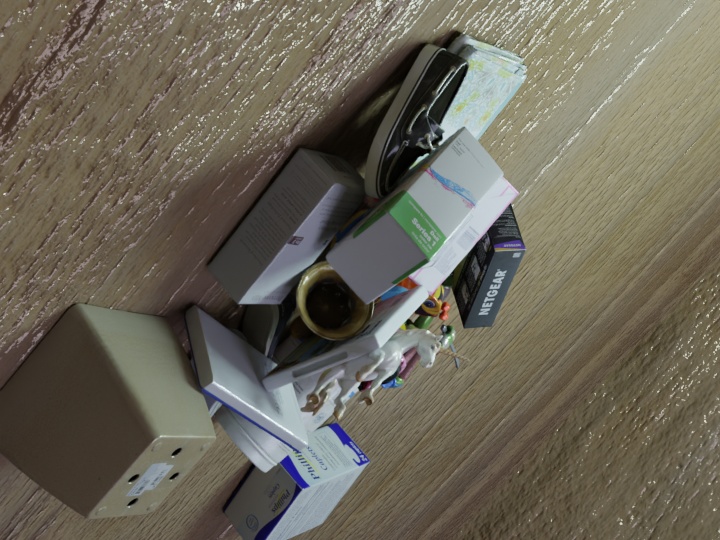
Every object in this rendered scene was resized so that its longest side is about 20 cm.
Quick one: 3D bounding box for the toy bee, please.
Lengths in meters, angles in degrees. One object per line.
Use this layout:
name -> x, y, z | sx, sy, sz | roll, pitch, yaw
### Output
toy bee -> 0.077, 0.044, 1.831 | 0.109, 0.199, 0.132 | 46, 63, -33

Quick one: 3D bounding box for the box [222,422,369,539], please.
box -> -0.115, 0.387, 2.225 | 0.199, 0.105, 0.185 | -12, 143, -53

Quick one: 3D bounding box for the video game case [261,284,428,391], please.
video game case -> -0.017, 0.089, 1.654 | 0.181, 0.023, 0.200 | -23, -171, 27

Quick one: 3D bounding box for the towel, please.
towel -> 0.118, -0.214, 1.631 | 0.201, 0.048, 0.171 | -52, 153, 20

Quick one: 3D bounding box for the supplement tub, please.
supplement tub -> -0.108, 0.186, 1.848 | 0.200, 0.132, 0.132 | -41, 158, -3

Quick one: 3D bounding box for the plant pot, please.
plant pot -> -0.292, 0.181, 1.474 | 0.200, 0.177, 0.200 | -48, 158, 12

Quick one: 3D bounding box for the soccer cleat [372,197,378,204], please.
soccer cleat -> 0.003, -0.016, 1.679 | 0.201, 0.076, 0.067 | -55, 175, 22

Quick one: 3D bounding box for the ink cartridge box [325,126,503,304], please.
ink cartridge box -> 0.069, -0.069, 1.538 | 0.145, 0.084, 0.200 | -36, -171, 50

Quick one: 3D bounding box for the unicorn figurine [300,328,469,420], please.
unicorn figurine -> 0.017, 0.125, 1.585 | 0.137, 0.198, 0.074 | -50, 127, -50

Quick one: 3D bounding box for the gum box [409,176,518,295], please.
gum box -> 0.113, -0.071, 1.743 | 0.066, 0.114, 0.200 | 39, 94, -33

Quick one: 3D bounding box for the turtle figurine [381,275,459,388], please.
turtle figurine -> 0.078, 0.077, 1.983 | 0.199, 0.143, 0.196 | -23, 135, -52

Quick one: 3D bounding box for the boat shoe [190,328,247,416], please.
boat shoe -> -0.214, 0.163, 1.719 | 0.066, 0.071, 0.202 | -93, -153, -76

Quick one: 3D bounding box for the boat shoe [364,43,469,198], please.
boat shoe -> 0.068, -0.175, 1.511 | 0.202, 0.063, 0.071 | -65, 158, 3

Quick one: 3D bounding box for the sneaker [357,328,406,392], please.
sneaker -> 0.019, 0.138, 1.804 | 0.096, 0.079, 0.200 | -58, 171, -19

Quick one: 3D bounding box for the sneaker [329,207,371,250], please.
sneaker -> 0.000, 0.000, 1.756 | 0.075, 0.088, 0.201 | -23, 149, -35

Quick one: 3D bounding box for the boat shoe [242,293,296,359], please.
boat shoe -> -0.139, 0.112, 1.742 | 0.062, 0.073, 0.201 | -18, 141, -46

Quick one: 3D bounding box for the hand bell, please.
hand bell -> -0.062, 0.064, 1.660 | 0.104, 0.105, 0.200 | -32, 176, -24

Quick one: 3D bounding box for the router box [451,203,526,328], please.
router box -> 0.186, -0.032, 1.912 | 0.052, 0.159, 0.201 | -3, 144, -15

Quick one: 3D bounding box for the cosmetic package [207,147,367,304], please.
cosmetic package -> -0.088, -0.051, 1.539 | 0.201, 0.074, 0.101 | -52, 157, 18

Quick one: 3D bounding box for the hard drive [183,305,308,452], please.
hard drive -> -0.147, 0.142, 1.611 | 0.025, 0.133, 0.200 | -34, 135, 15
